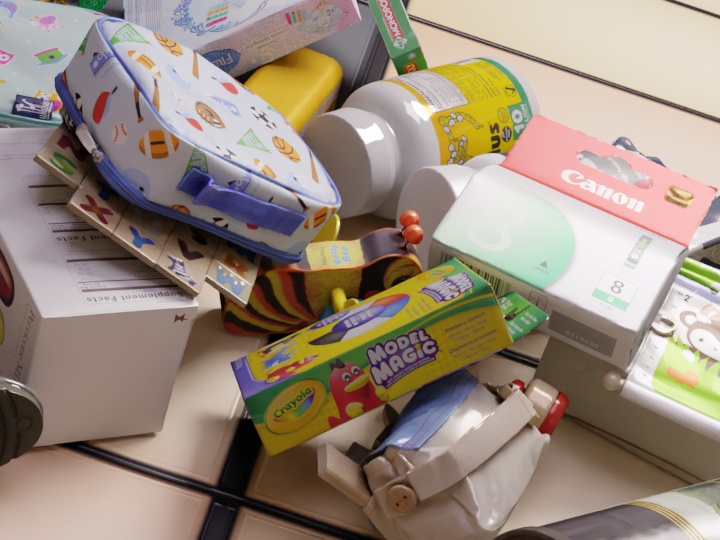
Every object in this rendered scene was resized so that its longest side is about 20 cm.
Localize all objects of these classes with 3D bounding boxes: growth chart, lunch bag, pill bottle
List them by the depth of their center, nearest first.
[{"bbox_3d":[-0.112,-0.083,1.195,0.199,0.076,0.161,20,28,-47],"label":"lunch bag"},{"bbox_3d":[0.243,0.051,1.272,0.143,0.018,0.201,18,38,0],"label":"growth chart"},{"bbox_3d":[-0.272,-0.142,1.367,0.159,0.078,0.201,12,34,-2],"label":"lunch bag"},{"bbox_3d":[0.137,-0.037,1.386,0.198,0.115,0.114,-4,40,-30],"label":"pill bottle"},{"bbox_3d":[0.049,-0.106,1.444,0.199,0.114,0.113,-18,48,-43],"label":"pill bottle"}]

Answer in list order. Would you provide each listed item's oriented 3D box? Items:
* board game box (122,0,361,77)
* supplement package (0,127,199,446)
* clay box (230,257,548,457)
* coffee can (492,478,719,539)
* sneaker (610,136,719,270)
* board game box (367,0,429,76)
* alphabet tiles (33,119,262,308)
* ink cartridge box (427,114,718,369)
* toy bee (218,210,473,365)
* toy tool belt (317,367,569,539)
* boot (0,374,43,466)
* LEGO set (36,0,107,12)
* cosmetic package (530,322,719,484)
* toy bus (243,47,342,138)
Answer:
[{"bbox_3d":[-0.106,-0.233,1.503,0.197,0.044,0.201,-24,34,8],"label":"board game box"},{"bbox_3d":[-0.203,0.006,1.165,0.109,0.115,0.200,-4,39,-31],"label":"supplement package"},{"bbox_3d":[0.016,0.048,1.147,0.199,0.048,0.115,-26,12,-4],"label":"clay box"},{"bbox_3d":[0.182,0.206,1.040,0.198,0.147,0.147,-9,42,-34],"label":"coffee can"},{"bbox_3d":[0.284,-0.060,1.525,0.201,0.077,0.146,-13,48,-36],"label":"sneaker"},{"bbox_3d":[0.015,-0.249,1.536,0.029,0.135,0.202,-23,71,3],"label":"board game box"},{"bbox_3d":[-0.136,-0.047,1.184,0.166,0.006,0.200,35,18,-9],"label":"alphabet tiles"},{"bbox_3d":[0.160,-0.039,1.271,0.160,0.050,0.201,24,53,14],"label":"ink cartridge box"},{"bbox_3d":[0.000,0.000,1.278,0.198,0.109,0.131,-7,40,-33],"label":"toy bee"},{"bbox_3d":[0.055,0.107,1.143,0.122,0.125,0.200,32,35,6],"label":"toy tool belt"},{"bbox_3d":[-0.287,0.043,1.105,0.180,0.073,0.201,-1,32,-7],"label":"boot"},{"bbox_3d":[-0.298,-0.297,1.497,0.116,0.201,0.153,36,58,28],"label":"LEGO set"},{"bbox_3d":[0.235,0.089,1.296,0.199,0.074,0.104,28,36,14],"label":"cosmetic package"},{"bbox_3d":[-0.079,-0.106,1.413,0.065,0.079,0.200,23,34,7],"label":"toy bus"}]
